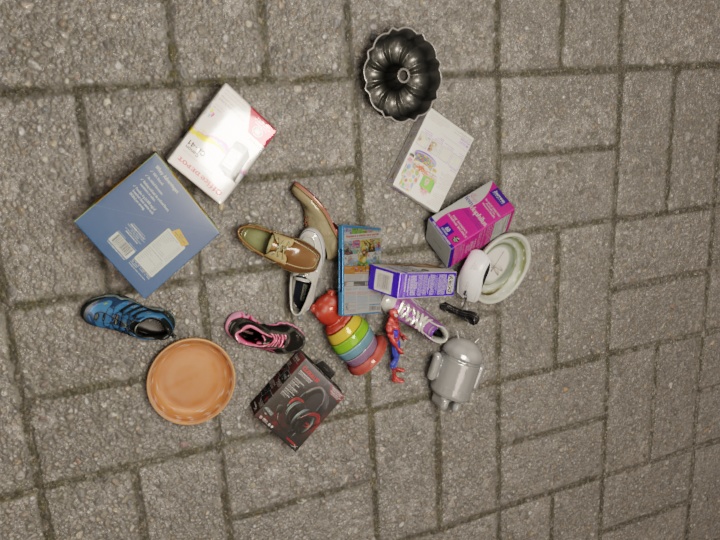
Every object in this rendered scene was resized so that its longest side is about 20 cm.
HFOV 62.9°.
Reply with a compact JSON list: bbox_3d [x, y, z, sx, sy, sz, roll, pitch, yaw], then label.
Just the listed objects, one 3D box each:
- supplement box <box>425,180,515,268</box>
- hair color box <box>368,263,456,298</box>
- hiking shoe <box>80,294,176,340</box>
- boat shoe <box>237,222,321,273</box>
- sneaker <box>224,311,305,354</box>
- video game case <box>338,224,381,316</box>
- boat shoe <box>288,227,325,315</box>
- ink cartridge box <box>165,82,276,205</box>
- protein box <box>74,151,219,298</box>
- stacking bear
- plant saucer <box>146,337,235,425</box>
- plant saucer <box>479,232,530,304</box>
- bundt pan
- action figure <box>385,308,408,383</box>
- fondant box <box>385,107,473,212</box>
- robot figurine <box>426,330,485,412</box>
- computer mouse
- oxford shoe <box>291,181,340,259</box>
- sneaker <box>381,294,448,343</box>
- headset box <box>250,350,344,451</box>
[{"bbox_3d":[0.269,-0.114,1.453,0.197,0.104,0.102,-31,66,-13],"label":"supplement box"},{"bbox_3d":[0.127,0.023,1.412,0.196,0.108,0.067,1,101,-41],"label":"hair color box"},{"bbox_3d":[-0.487,0.100,1.241,0.194,0.086,0.077,10,98,-22],"label":"hiking shoe"},{"bbox_3d":[-0.184,-0.048,1.287,0.194,0.074,0.078,19,91,9],"label":"boat shoe"},{"bbox_3d":[-0.212,0.156,1.354,0.195,0.095,0.082,14,95,-24],"label":"sneaker"},{"bbox_3d":[0.000,0.000,1.386,0.141,0.017,0.208,0,90,-49],"label":"video game case"},{"bbox_3d":[-0.125,0.006,1.345,0.071,0.066,0.207,9,109,8],"label":"boat shoe"},{"bbox_3d":[-0.292,-0.264,1.239,0.147,0.085,0.202,38,85,-23],"label":"ink cartridge box"},{"bbox_3d":[-0.426,-0.096,1.196,0.199,0.135,0.200,-41,112,-8],"label":"protein box"},{"bbox_3d":[-0.037,0.141,1.410,0.120,0.114,0.202,-37,105,4],"label":"stacking bear"},{"bbox_3d":[-0.384,0.249,1.340,0.194,0.037,0.207,-5,104,-19],"label":"plant saucer"},{"bbox_3d":[0.357,-0.013,1.538,0.195,0.050,0.206,-17,125,-25],"label":"plant saucer"},{"bbox_3d":[0.085,-0.443,1.346,0.195,0.076,0.209,-5,104,-20],"label":"bundt pan"},{"bbox_3d":[0.090,0.182,1.466,0.050,0.066,0.205,-2,120,15],"label":"action figure"},{"bbox_3d":[0.168,-0.266,1.426,0.142,0.058,0.205,26,91,-23],"label":"fondant box"},{"bbox_3d":[0.251,0.263,1.539,0.165,0.112,0.206,15,96,-27],"label":"robot figurine"},{"bbox_3d":[0.268,0.042,1.471,0.043,0.108,0.205,-29,139,-46],"label":"computer mouse"},{"bbox_3d":[-0.104,-0.111,1.351,0.074,0.070,0.202,-38,111,-3],"label":"oxford shoe"},{"bbox_3d":[0.141,0.116,1.467,0.197,0.114,0.074,30,93,-22],"label":"sneaker"},{"bbox_3d":[-0.145,0.304,1.420,0.200,0.075,0.149,-46,112,-6],"label":"headset box"}]
